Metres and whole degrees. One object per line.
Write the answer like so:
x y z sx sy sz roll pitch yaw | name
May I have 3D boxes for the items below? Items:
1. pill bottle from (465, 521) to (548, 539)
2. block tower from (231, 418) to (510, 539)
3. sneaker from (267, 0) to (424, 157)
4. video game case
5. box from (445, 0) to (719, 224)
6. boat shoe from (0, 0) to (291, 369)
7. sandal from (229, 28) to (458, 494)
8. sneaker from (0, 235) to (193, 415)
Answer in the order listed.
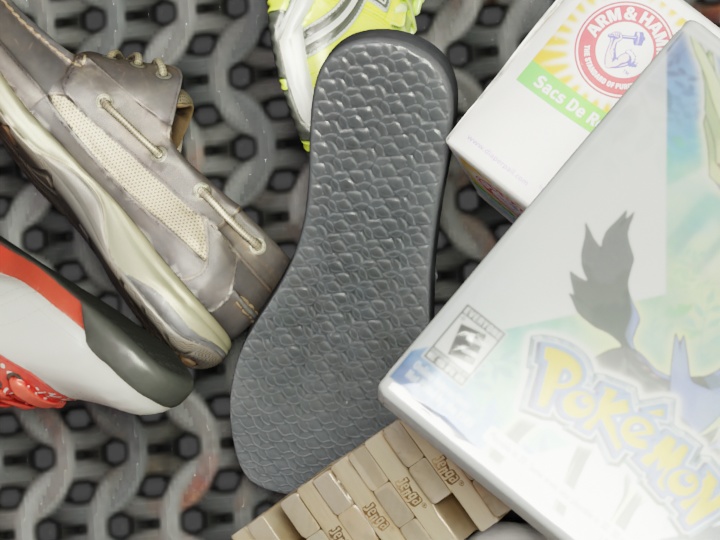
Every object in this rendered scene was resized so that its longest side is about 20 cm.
0.044 0.169 1.092 0.200 0.104 0.104 -40 78 1 | pill bottle
0.034 0.075 1.081 0.200 0.058 0.054 -37 88 33 | block tower
0.003 -0.129 1.163 0.076 0.075 0.200 -4 82 8 | sneaker
0.139 0.037 0.994 0.200 0.022 0.182 39 77 9 | video game case
0.144 -0.019 1.105 0.200 0.112 0.101 40 89 14 | box
-0.102 -0.053 1.174 0.073 0.074 0.200 -36 86 -9 | boat shoe
0.001 0.000 1.134 0.076 0.043 0.200 17 109 2 | sandal
-0.164 0.039 1.148 0.201 0.067 0.108 31 88 31 | sneaker
